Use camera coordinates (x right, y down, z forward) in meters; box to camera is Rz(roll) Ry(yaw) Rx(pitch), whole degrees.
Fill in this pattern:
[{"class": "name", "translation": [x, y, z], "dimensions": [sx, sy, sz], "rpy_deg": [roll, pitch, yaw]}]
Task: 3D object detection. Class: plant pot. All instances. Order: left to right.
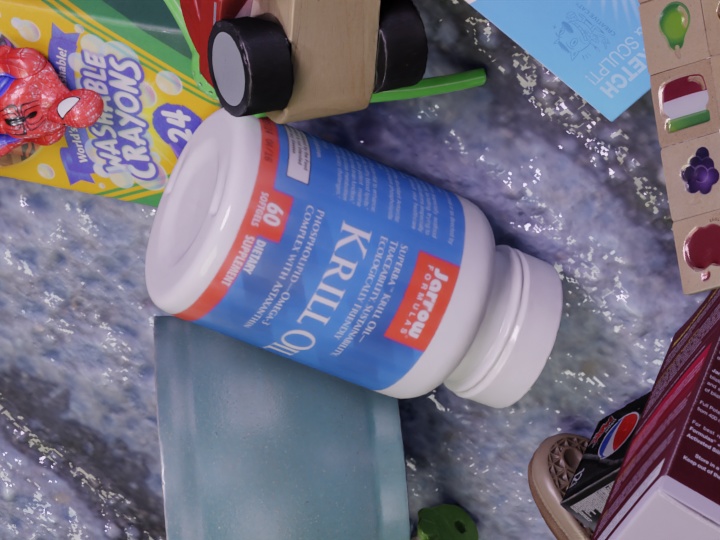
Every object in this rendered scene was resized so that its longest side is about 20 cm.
[{"class": "plant pot", "translation": [-0.041, 0.120, 1.510], "dimensions": [0.134, 0.201, 0.201], "rpy_deg": [-5, 132, -2]}]

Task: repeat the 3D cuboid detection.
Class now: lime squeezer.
[{"class": "lime squeezer", "translation": [-0.039, -0.105, 1.346], "dimensions": [0.199, 0.071, 0.038], "rpy_deg": [21, 137, -3]}]

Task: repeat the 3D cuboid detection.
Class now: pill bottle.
[{"class": "pill bottle", "translation": [0.000, 0.000, 1.389], "dimensions": [0.200, 0.113, 0.112], "rpy_deg": [20, 141, -21]}]

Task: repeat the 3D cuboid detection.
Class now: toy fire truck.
[{"class": "toy fire truck", "translation": [-0.066, -0.183, 1.277], "dimensions": [0.200, 0.128, 0.177], "rpy_deg": [47, 141, 49]}]

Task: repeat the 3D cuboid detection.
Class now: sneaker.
[{"class": "sneaker", "translation": [0.152, 0.177, 1.528], "dimensions": [0.200, 0.071, 0.075], "rpy_deg": [45, 136, -15]}]

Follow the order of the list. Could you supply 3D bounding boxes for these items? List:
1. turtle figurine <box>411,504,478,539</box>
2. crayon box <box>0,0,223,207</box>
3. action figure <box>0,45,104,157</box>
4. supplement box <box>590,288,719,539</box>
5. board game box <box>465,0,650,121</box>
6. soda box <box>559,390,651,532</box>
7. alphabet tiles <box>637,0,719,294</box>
[{"class": "turtle figurine", "translation": [-0.015, 0.226, 1.600], "dimensions": [0.200, 0.144, 0.194], "rpy_deg": [29, 131, -29]}, {"class": "crayon box", "translation": [-0.153, -0.104, 1.442], "dimensions": [0.199, 0.052, 0.126], "rpy_deg": [12, 134, 19]}, {"class": "action figure", "translation": [-0.222, -0.086, 1.427], "dimensions": [0.199, 0.052, 0.066], "rpy_deg": [0, 126, 25]}, {"class": "supplement box", "translation": [0.175, 0.080, 1.327], "dimensions": [0.061, 0.200, 0.109], "rpy_deg": [29, 138, -2]}, {"class": "board game box", "translation": [0.122, -0.175, 1.233], "dimensions": [0.153, 0.040, 0.200], "rpy_deg": [38, 137, -9]}, {"class": "soda box", "translation": [0.208, 0.155, 1.475], "dimensions": [0.200, 0.071, 0.063], "rpy_deg": [42, 137, -13]}, {"class": "alphabet tiles", "translation": [0.208, -0.091, 1.146], "dimensions": [0.200, 0.008, 0.168], "rpy_deg": [-15, 78, 38]}]
